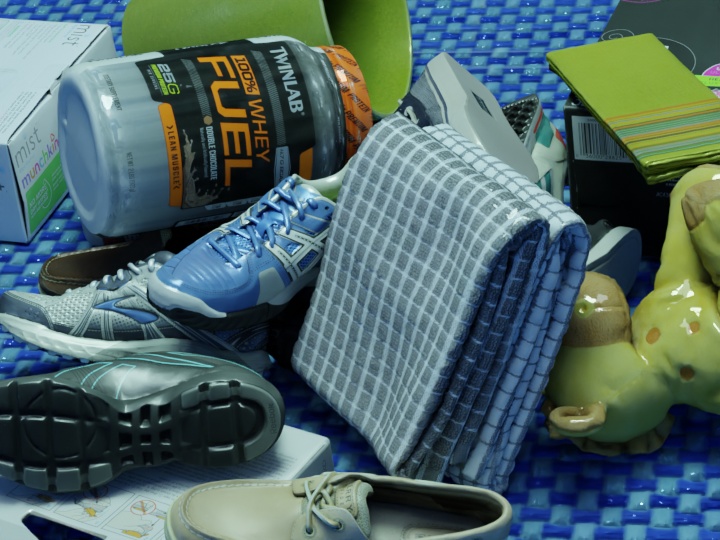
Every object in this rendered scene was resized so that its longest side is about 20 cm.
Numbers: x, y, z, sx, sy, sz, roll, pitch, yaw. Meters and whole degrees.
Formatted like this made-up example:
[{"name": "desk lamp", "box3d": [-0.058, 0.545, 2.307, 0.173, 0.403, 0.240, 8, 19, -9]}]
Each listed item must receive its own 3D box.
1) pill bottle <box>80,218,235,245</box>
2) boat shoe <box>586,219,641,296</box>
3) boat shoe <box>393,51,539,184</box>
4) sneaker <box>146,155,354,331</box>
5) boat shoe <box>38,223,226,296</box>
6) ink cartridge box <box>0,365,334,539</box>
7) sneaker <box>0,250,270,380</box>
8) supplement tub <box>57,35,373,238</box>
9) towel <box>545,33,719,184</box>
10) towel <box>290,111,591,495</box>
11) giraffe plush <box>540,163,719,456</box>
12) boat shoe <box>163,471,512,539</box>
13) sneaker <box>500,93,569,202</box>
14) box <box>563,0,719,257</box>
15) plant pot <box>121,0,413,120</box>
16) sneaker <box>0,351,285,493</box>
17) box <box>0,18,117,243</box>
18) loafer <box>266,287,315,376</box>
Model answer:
[{"name": "pill bottle", "box3d": [-0.116, -0.089, 1.636, 0.200, 0.116, 0.116, -9, 33, -4]}, {"name": "boat shoe", "box3d": [0.120, 0.018, 1.465, 0.060, 0.074, 0.200, 15, 36, 30]}, {"name": "boat shoe", "box3d": [0.058, -0.073, 1.490, 0.093, 0.075, 0.200, -46, 20, 14]}, {"name": "sneaker", "box3d": [-0.059, -0.021, 1.411, 0.076, 0.077, 0.200, 33, 39, 31]}, {"name": "boat shoe", "box3d": [-0.135, -0.011, 1.554, 0.202, 0.075, 0.075, -2, 33, 7]}, {"name": "ink cartridge box", "box3d": [-0.145, 0.142, 1.348, 0.200, 0.045, 0.176, 14, 37, 30]}, {"name": "sneaker", "box3d": [-0.149, 0.028, 1.470, 0.200, 0.085, 0.077, 10, -5, 14]}, {"name": "supplement tub", "box3d": [-0.100, -0.096, 1.506, 0.200, 0.123, 0.123, -11, 32, -22]}, {"name": "towel", "box3d": [0.197, -0.113, 1.475, 0.086, 0.018, 0.200, -10, 29, -11]}, {"name": "towel", "box3d": [0.041, 0.023, 1.353, 0.085, 0.200, 0.166, 6, 21, -40]}, {"name": "giraffe plush", "box3d": [0.186, 0.047, 1.368, 0.162, 0.173, 0.200, -15, 67, 5]}, {"name": "boat shoe", "box3d": [-0.012, 0.143, 1.257, 0.200, 0.065, 0.072, 7, 47, -7]}, {"name": "sneaker", "box3d": [0.109, -0.031, 1.529, 0.070, 0.093, 0.200, -20, 33, 38]}, {"name": "box", "box3d": [0.245, -0.111, 1.594, 0.148, 0.124, 0.200, 6, 34, 20]}, {"name": "plant pot", "box3d": [-0.085, -0.196, 1.765, 0.200, 0.187, 0.187, -10, 29, 23]}, {"name": "sneaker", "box3d": [-0.147, 0.090, 1.340, 0.200, 0.076, 0.079, 0, 17, -3]}, {"name": "box", "box3d": [-0.308, -0.120, 1.736, 0.176, 0.097, 0.200, 5, 34, 17]}, {"name": "loafer", "box3d": [0.000, 0.000, 1.518, 0.070, 0.068, 0.201, 23, 46, 25]}]
